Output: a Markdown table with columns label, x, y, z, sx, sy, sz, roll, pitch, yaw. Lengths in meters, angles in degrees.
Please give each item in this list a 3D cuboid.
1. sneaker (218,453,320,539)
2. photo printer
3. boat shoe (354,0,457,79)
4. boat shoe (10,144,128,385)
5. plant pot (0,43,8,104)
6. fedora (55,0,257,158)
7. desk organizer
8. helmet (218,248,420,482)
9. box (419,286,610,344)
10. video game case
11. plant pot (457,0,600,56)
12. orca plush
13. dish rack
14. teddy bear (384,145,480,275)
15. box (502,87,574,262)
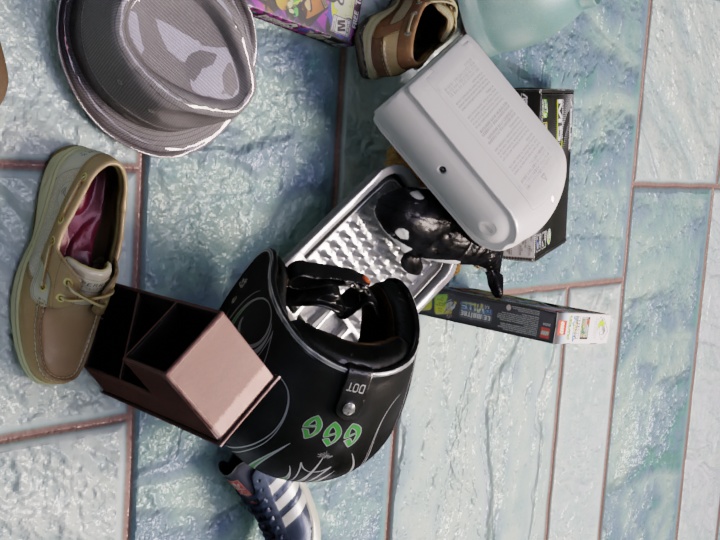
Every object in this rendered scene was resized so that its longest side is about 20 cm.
| label | x | y | z | sx | sy | sz | roll | pitch | yaw |
| --- | --- | --- | --- | --- | --- | --- | --- | --- | --- |
| sneaker | -0.096 | 0.218 | 1.031 | 0.084 | 0.075 | 0.201 | -3 | 82 | -44 |
| photo printer | 0.122 | -0.125 | 1.061 | 0.200 | 0.069 | 0.166 | 48 | 43 | -7 |
| boat shoe | 0.066 | -0.258 | 1.096 | 0.200 | 0.074 | 0.076 | -56 | 141 | -41 |
| boat shoe | -0.233 | -0.001 | 0.854 | 0.074 | 0.066 | 0.201 | 4 | 95 | -47 |
| plant pot | -0.318 | -0.065 | 0.684 | 0.200 | 0.200 | 0.175 | -37 | 139 | -36 |
| fedora | -0.150 | -0.183 | 0.868 | 0.177 | 0.090 | 0.200 | -49 | 126 | -13 |
| desk organizer | -0.163 | 0.069 | 0.848 | 0.072 | 0.200 | 0.077 | -49 | 123 | -24 |
| helmet | -0.050 | 0.090 | 0.934 | 0.199 | 0.200 | 0.191 | -14 | 146 | -44 |
| box | 0.169 | 0.049 | 1.191 | 0.110 | 0.199 | 0.035 | 4 | 95 | -47 |
| video game case | -0.061 | -0.333 | 0.994 | 0.181 | 0.036 | 0.201 | 9 | 91 | -46 |
| plant pot | 0.190 | -0.340 | 1.138 | 0.200 | 0.133 | 0.202 | -1 | 90 | -67 |
| orca plush | 0.102 | -0.024 | 1.085 | 0.105 | 0.071 | 0.200 | -52 | 130 | -7 |
| dish rack | 0.000 | 0.000 | 1.093 | 0.200 | 0.043 | 0.172 | -45 | 127 | -13 |
| teddy bear | 0.097 | -0.069 | 1.155 | 0.067 | 0.144 | 0.201 | -89 | 179 | -52 |
| box | 0.219 | -0.122 | 1.279 | 0.193 | 0.047 | 0.201 | -18 | 111 | -64 |
